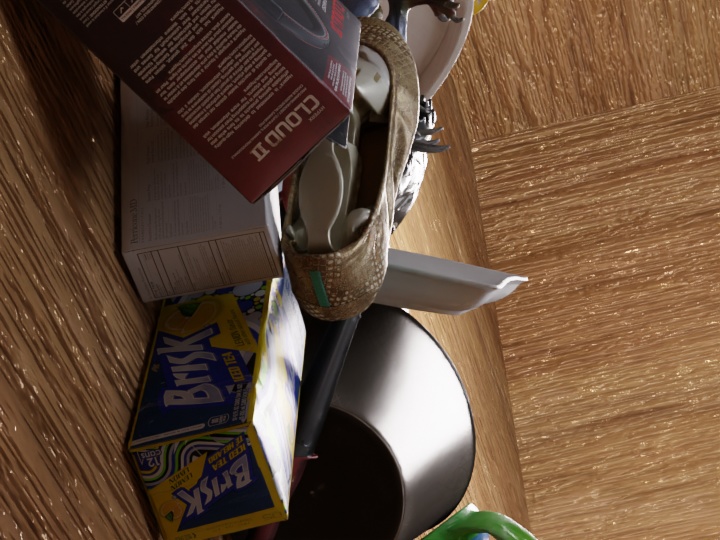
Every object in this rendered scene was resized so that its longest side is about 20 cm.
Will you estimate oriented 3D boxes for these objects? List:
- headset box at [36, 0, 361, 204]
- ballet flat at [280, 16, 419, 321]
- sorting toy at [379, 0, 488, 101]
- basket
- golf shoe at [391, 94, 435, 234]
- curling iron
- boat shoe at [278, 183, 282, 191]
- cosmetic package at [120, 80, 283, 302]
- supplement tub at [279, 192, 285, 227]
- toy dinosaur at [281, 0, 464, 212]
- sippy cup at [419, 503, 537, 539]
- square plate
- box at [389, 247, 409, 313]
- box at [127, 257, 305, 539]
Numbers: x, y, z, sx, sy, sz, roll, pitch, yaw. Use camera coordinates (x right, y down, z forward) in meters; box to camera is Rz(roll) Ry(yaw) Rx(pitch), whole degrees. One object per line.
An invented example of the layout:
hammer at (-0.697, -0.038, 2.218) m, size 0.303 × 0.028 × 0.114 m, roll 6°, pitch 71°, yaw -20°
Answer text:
headset box at (-0.080, -0.135, 1.019) m, size 0.200 × 0.075 × 0.149 m, roll 44°, pitch 19°, yaw -15°
ballet flat at (-0.007, -0.071, 1.116) m, size 0.065 × 0.070 × 0.201 m, roll 62°, pitch 27°, yaw -58°
sorting toy at (-0.010, -0.248, 1.442) m, size 0.200 × 0.107 × 0.180 m, roll 49°, pitch -1°, yaw -44°
basket at (-0.012, 0.113, 1.248) m, size 0.181 × 0.136 × 0.200 m, roll 60°, pitch 14°, yaw -5°
golf shoe at (0.005, -0.052, 1.370) m, size 0.200 × 0.077 × 0.095 m, roll -45°, pitch 144°, yaw -60°
curling iron at (-0.032, 0.110, 1.123) m, size 0.026 × 0.049 × 0.201 m, roll 29°, pitch 75°, yaw -47°
boat shoe at (-0.089, -0.144, 1.306) m, size 0.068 × 0.071 × 0.201 m, roll 64°, pitch 13°, yaw -66°
cosmetic package at (-0.092, -0.078, 1.136) m, size 0.051 × 0.082 × 0.201 m, roll 76°, pitch 6°, yaw -51°
supplement tub at (-0.034, -0.132, 1.525) m, size 0.107 × 0.106 × 0.201 m, roll 58°, pitch 25°, yaw -68°
toy dinosaur at (-0.010, -0.111, 1.249) m, size 0.200 × 0.182 × 0.105 m, roll 31°, pitch -12°, yaw 35°
sippy cup at (0.059, 0.246, 1.327) m, size 0.131 × 0.139 × 0.178 m, roll 53°, pitch -20°, yaw 7°
square plate at (0.000, 0.000, 1.284) m, size 0.198 × 0.199 × 0.029 m, roll -5°, pitch 105°, yaw -80°
box at (-0.007, 0.062, 1.551) m, size 0.200 × 0.077 × 0.095 m, roll -89°, pitch 164°, yaw -59°
box at (-0.074, 0.063, 1.086) m, size 0.200 × 0.070 × 0.065 m, roll -86°, pitch 160°, yaw -64°
